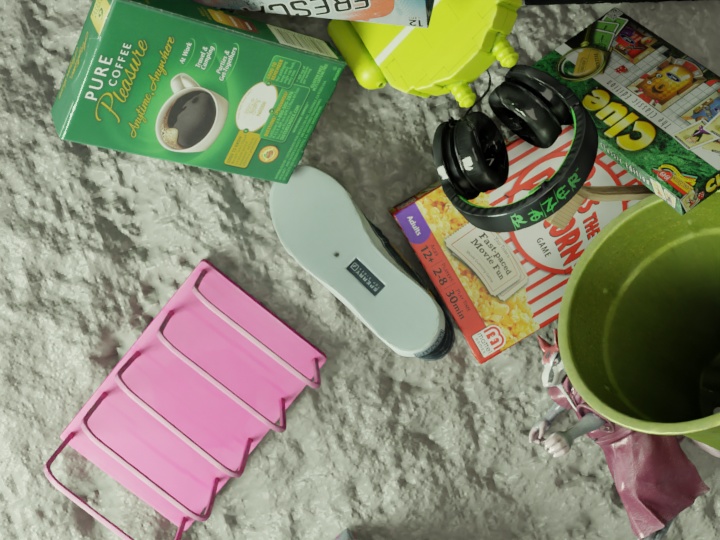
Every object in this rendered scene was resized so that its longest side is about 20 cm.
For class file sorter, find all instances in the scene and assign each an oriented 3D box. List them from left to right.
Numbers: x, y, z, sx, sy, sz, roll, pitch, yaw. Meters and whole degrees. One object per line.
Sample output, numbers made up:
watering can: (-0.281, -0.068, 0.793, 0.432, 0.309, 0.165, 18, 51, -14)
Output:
file sorter: (-0.142, 0.117, 0.927, 0.139, 0.125, 0.200, 39, 94, -8)

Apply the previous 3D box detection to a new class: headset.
headset: (0.102, -0.118, 0.879, 0.123, 0.200, 0.094, -37, 130, 12)

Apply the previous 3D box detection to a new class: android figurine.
android figurine: (0.050, -0.220, 0.879, 0.182, 0.041, 0.200, -44, 66, 27)

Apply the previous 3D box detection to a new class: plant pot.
plant pot: (0.288, 0.063, 0.875, 0.200, 0.200, 0.190, -51, 132, 4)

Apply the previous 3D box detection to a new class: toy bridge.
toy bridge: (0.237, -0.032, 0.920, 0.200, 0.027, 0.067, 26, 106, -25)

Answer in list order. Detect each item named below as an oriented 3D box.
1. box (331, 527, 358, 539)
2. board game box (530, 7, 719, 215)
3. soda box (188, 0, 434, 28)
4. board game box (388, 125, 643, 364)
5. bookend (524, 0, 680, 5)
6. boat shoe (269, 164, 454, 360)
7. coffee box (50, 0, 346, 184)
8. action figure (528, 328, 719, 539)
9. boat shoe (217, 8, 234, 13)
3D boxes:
box: (-0.047, 0.344, 0.972, 0.200, 0.115, 0.132, -39, 97, 1)
board game box: (0.226, -0.132, 0.889, 0.105, 0.200, 0.023, -37, 139, -5)
soda box: (-0.041, -0.231, 0.824, 0.199, 0.064, 0.069, 8, 66, 11)
board game box: (0.148, -0.037, 0.963, 0.200, 0.046, 0.152, -32, 99, 1)
bookend: (0.239, -0.268, 0.854, 0.198, 0.200, 0.092, -2, 93, -2)
boat shoe: (0.000, 0.000, 0.953, 0.071, 0.091, 0.200, -41, 72, 2)
coffee box: (-0.122, -0.141, 0.864, 0.200, 0.044, 0.123, 8, 125, -34)
action figure: (0.220, 0.126, 0.948, 0.149, 0.134, 0.200, -32, 102, 1)
boat shoe: (-0.124, -0.196, 0.906, 0.069, 0.084, 0.200, 24, 98, -10)
